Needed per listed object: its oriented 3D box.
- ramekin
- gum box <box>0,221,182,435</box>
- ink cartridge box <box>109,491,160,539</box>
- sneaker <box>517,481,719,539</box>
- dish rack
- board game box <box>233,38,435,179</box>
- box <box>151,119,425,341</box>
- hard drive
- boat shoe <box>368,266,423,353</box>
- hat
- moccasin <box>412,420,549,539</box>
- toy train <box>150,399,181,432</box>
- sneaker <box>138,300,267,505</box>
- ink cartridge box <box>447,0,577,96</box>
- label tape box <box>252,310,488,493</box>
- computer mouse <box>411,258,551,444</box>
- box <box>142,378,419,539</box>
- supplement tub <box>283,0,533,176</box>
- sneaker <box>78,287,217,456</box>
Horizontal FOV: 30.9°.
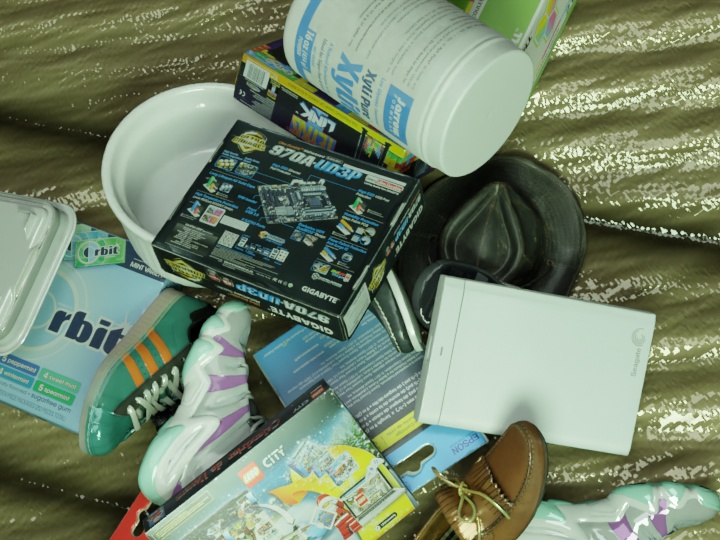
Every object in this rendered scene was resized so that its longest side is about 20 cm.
[{"bbox_3d":[-0.150,-0.080,1.298,0.199,0.098,0.201,-1,58,1],"label":"ramekin"},{"bbox_3d":[-0.294,0.056,1.336,0.169,0.045,0.201,20,76,18],"label":"gum box"},{"bbox_3d":[-0.128,0.277,1.211,0.200,0.067,0.116,30,79,20],"label":"ink cartridge box"},{"bbox_3d":[0.223,0.264,1.139,0.199,0.078,0.141,-13,71,18],"label":"sneaker"},{"bbox_3d":[-0.397,-0.010,1.348,0.199,0.044,0.172,11,72,35],"label":"dish rack"},{"bbox_3d":[0.002,-0.167,1.288,0.200,0.165,0.057,34,125,21],"label":"board game box"},{"bbox_3d":[-0.065,-0.040,1.175,0.199,0.046,0.159,19,61,21],"label":"box"},{"bbox_3d":[0.157,0.086,1.170,0.199,0.027,0.133,10,93,-10],"label":"hard drive"},{"bbox_3d":[0.000,0.000,1.212,0.060,0.076,0.200,-24,55,0],"label":"boat shoe"},{"bbox_3d":[0.121,-0.031,1.253,0.200,0.081,0.202,-4,70,12],"label":"hat"},{"bbox_3d":[0.094,0.210,1.135,0.202,0.077,0.074,-54,37,29],"label":"moccasin"},{"bbox_3d":[-0.143,0.170,1.271,0.200,0.034,0.046,34,69,21],"label":"toy train"},{"bbox_3d":[-0.103,0.137,1.194,0.139,0.078,0.201,19,75,6],"label":"sneaker"},{"bbox_3d":[0.145,-0.270,1.264,0.076,0.200,0.148,22,78,18],"label":"ink cartridge box"},{"bbox_3d":[0.011,0.124,1.234,0.143,0.066,0.200,-34,69,-1],"label":"label tape box"},{"bbox_3d":[0.127,0.078,1.202,0.199,0.046,0.141,20,92,-10],"label":"computer mouse"},{"bbox_3d":[-0.068,0.210,1.129,0.200,0.038,0.137,-37,103,-5],"label":"box"},{"bbox_3d":[0.040,-0.188,1.169,0.200,0.132,0.132,37,83,27],"label":"supplement tub"},{"bbox_3d":[-0.196,0.101,1.258,0.080,0.072,0.200,17,53,18],"label":"sneaker"}]
